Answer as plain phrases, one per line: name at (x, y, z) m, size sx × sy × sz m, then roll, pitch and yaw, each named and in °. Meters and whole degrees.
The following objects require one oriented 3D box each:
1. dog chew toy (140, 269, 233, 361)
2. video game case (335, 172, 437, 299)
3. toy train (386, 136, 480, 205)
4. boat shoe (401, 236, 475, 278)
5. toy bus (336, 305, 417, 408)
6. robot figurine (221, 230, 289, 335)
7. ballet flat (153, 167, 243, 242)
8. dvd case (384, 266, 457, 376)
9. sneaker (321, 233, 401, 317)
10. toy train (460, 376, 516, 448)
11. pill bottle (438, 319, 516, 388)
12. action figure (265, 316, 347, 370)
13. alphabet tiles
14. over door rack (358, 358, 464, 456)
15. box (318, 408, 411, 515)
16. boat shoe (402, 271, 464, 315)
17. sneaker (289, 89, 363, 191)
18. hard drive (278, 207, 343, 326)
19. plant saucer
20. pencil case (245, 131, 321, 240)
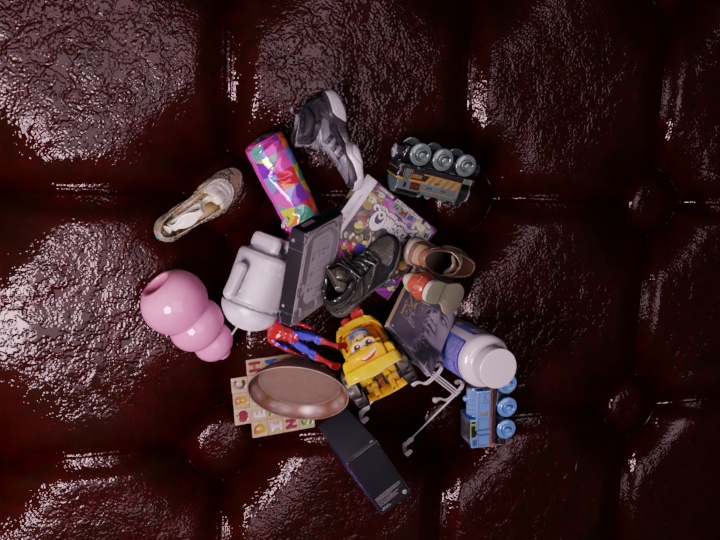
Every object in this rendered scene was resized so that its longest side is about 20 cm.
dog chew toy at (-0.314, 0.093, 1.414) m, size 0.125 × 0.125 × 0.200 m, roll -42°, pitch 119°, yaw -8°
video game case at (0.031, -0.069, 1.548) m, size 0.200 × 0.036 × 0.181 m, roll 37°, pitch 88°, yaw -22°
toy train at (0.146, -0.200, 1.547) m, size 0.200 × 0.085 × 0.114 m, roll 10°, pitch 108°, yaw -23°
boat shoe at (0.173, -0.014, 1.569) m, size 0.200 × 0.072 × 0.076 m, roll 11°, pitch 105°, yaw -41°
toy bus at (0.012, 0.153, 1.498) m, size 0.135 × 0.200 × 0.192 m, roll -25°, pitch 69°, yaw 1°
robot figurine at (-0.195, 0.029, 1.441) m, size 0.169 × 0.113 × 0.200 m, roll 16°, pitch 94°, yaw -57°
ballet flat at (-0.293, -0.117, 1.402) m, size 0.200 × 0.075 × 0.068 m, roll -38°, pitch 109°, yaw -10°
dvd case at (0.130, 0.096, 1.560) m, size 0.149 × 0.016 × 0.200 m, roll 50°, pitch 42°, yaw -20°
sneaker at (0.000, 0.000, 1.470) m, size 0.199 × 0.114 × 0.076 m, roll -44°, pitch 69°, yaw -2°
toy train at (0.280, 0.294, 1.678) m, size 0.114 × 0.087 × 0.201 m, roll -4°, pitch 103°, yaw -13°
pill bottle at (0.239, 0.177, 1.579) m, size 0.112 × 0.200 × 0.112 m, roll -4°, pitch 101°, yaw -19°
action figure at (-0.116, 0.134, 1.460) m, size 0.052 × 0.200 × 0.066 m, roll 11°, pitch 97°, yaw -58°
alphabet tiles at (-0.163, 0.253, 1.553) m, size 0.199 × 0.006 × 0.167 m, roll -6°, pitch 102°, yaw -18°
over door rack at (0.105, 0.273, 1.623) m, size 0.148 × 0.067 × 0.200 m, roll 39°, pitch 92°, yaw -20°
box at (0.004, 0.378, 1.531) m, size 0.079 × 0.200 × 0.141 m, roll -33°, pitch 108°, yaw -11°
boat shoe at (0.152, 0.043, 1.544) m, size 0.200 × 0.062 × 0.071 m, roll 20°, pitch 95°, yaw -59°
sneaker at (-0.070, -0.238, 1.464) m, size 0.114 × 0.075 × 0.200 m, roll -21°, pitch 100°, yaw -14°
hard drive at (-0.094, -0.007, 1.439) m, size 0.140 × 0.038 × 0.200 m, roll -34°, pitch 142°, yaw -55°
plant saucer at (-0.121, 0.231, 1.487) m, size 0.200 × 0.200 × 0.035 m, roll 24°, pitch 48°, yaw -22°
pencil case at (-0.146, -0.163, 1.443) m, size 0.088 × 0.088 × 0.200 m, roll -28°, pitch 106°, yaw -13°
